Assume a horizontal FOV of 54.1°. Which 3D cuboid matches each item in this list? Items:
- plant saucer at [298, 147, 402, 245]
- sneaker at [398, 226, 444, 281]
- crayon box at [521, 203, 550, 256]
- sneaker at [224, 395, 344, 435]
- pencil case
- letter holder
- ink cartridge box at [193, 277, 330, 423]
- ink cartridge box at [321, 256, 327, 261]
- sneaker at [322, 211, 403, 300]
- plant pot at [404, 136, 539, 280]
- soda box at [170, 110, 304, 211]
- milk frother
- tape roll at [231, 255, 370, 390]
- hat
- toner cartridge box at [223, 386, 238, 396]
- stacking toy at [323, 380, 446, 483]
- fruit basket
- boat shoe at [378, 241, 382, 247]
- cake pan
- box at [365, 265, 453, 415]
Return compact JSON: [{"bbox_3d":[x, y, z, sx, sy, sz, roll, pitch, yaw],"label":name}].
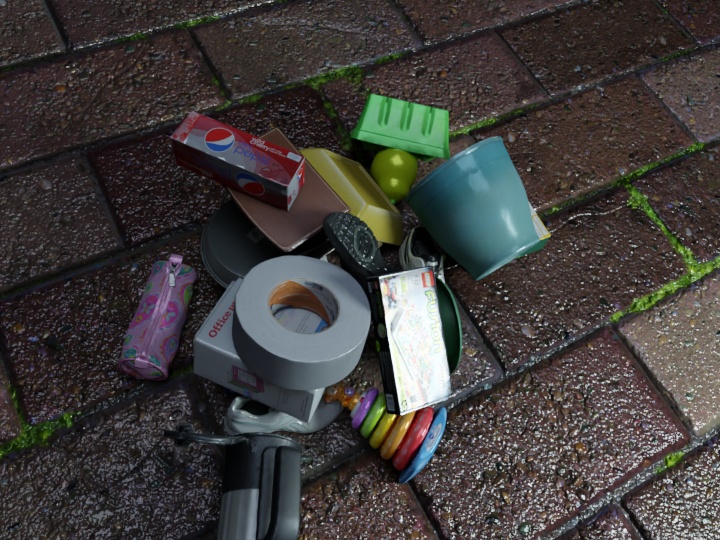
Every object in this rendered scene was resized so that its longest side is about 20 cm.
[{"bbox_3d":[-0.009,-0.141,1.266,0.048,0.199,0.201,-44,68,18],"label":"plant saucer"},{"bbox_3d":[0.117,0.014,1.257,0.074,0.088,0.203,-10,63,-17],"label":"sneaker"},{"bbox_3d":[0.247,-0.075,1.354,0.197,0.052,0.127,-18,64,-20],"label":"crayon box"},{"bbox_3d":[-0.113,0.216,1.102,0.197,0.081,0.071,-10,59,-17],"label":"sneaker"},{"bbox_3d":[-0.326,0.076,1.146,0.086,0.088,0.203,12,59,-2],"label":"pencil case"},{"bbox_3d":[-0.134,-0.106,1.146,0.141,0.101,0.200,-33,70,-23],"label":"letter holder"},{"bbox_3d":[-0.136,0.117,1.072,0.197,0.085,0.145,23,45,6],"label":"ink cartridge box"},{"bbox_3d":[-0.137,-0.012,1.237,0.145,0.076,0.202,-13,64,-17],"label":"ink cartridge box"},{"bbox_3d":[0.000,0.000,1.095,0.201,0.090,0.076,52,42,-14],"label":"sneaker"},{"bbox_3d":[0.207,-0.095,1.224,0.198,0.200,0.190,-27,81,-23],"label":"plant pot"},{"bbox_3d":[-0.185,-0.168,1.078,0.197,0.070,0.064,24,63,6],"label":"soda box"},{"bbox_3d":[-0.179,0.317,0.967,0.196,0.181,0.191,7,57,-9],"label":"milk frother"},{"bbox_3d":[-0.086,0.071,1.024,0.197,0.067,0.202,9,45,-9],"label":"tape roll"},{"bbox_3d":[0.046,0.106,1.145,0.173,0.200,0.168,-9,71,-19],"label":"hat"},{"bbox_3d":[-0.133,0.133,1.156,0.197,0.043,0.096,-12,66,-10],"label":"toner cartridge box"},{"bbox_3d":[0.026,0.225,1.095,0.198,0.110,0.117,31,59,6],"label":"stacking toy"},{"bbox_3d":[0.073,-0.230,1.389,0.211,0.156,0.220,0,101,0],"label":"fruit basket"},{"bbox_3d":[-0.036,-0.102,1.316,0.066,0.074,0.201,-26,70,-34],"label":"boat shoe"},{"bbox_3d":[-0.169,-0.051,1.187,0.196,0.037,0.203,4,59,-7],"label":"cake pan"},{"bbox_3d":[0.074,0.101,1.053,0.109,0.035,0.204,-11,93,-35],"label":"box"}]
